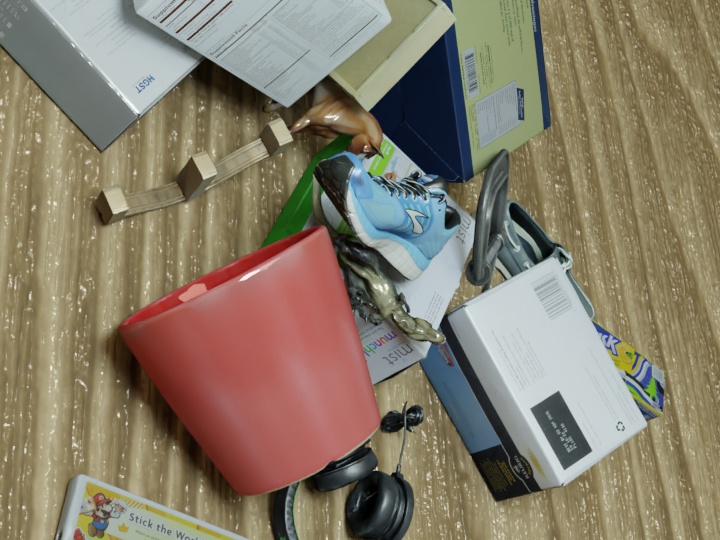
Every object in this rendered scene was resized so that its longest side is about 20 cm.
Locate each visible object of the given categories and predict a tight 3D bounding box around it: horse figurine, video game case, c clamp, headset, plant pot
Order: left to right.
[{"bbox_3d":[-0.162,0.280,1.034,0.200,0.023,0.183,28,51,-27],"label":"video game case"},{"bbox_3d":[-0.082,0.082,1.111,0.200,0.200,0.178,-32,100,-47],"label":"plant pot"},{"bbox_3d":[-0.043,-0.172,1.316,0.200,0.132,0.050,-88,161,-50],"label":"horse figurine"},{"bbox_3d":[-0.006,0.198,1.203,0.124,0.094,0.200,51,59,-13],"label":"headset"},{"bbox_3d":[0.138,-0.039,1.352,0.200,0.027,0.172,-35,134,-73],"label":"c clamp"}]

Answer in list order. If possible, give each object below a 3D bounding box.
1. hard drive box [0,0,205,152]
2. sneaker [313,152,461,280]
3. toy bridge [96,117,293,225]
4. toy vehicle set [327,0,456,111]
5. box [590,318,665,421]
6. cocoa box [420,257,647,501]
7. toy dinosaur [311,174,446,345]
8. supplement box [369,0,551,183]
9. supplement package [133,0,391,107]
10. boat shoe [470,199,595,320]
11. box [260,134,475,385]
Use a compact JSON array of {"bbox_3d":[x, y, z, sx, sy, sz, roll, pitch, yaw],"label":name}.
[{"bbox_3d":[-0.250,-0.237,1.206,0.200,0.077,0.156,48,44,-10],"label":"hard drive box"},{"bbox_3d":[0.030,-0.066,1.167,0.078,0.090,0.200,55,10,29],"label":"sneaker"},{"bbox_3d":[-0.154,-0.088,1.209,0.200,0.067,0.027,-26,84,-28],"label":"toy bridge"},{"bbox_3d":[-0.006,-0.254,1.295,0.027,0.124,0.200,42,4,-47],"label":"toy vehicle set"},{"bbox_3d":[0.256,0.104,1.475,0.200,0.070,0.064,34,50,-24],"label":"box"},{"bbox_3d":[0.168,0.114,1.328,0.133,0.131,0.201,-27,86,-29],"label":"cocoa box"},{"bbox_3d":[0.000,0.000,1.180,0.200,0.047,0.088,54,15,1],"label":"toy dinosaur"},{"bbox_3d":[0.096,-0.223,1.413,0.200,0.134,0.201,-34,122,-47],"label":"supplement box"},{"bbox_3d":[-0.105,-0.302,1.227,0.200,0.147,0.192,28,35,-44],"label":"supplement package"},{"bbox_3d":[0.211,-0.004,1.501,0.200,0.062,0.073,45,45,-13],"label":"boat shoe"},{"bbox_3d":[0.009,-0.021,1.304,0.176,0.097,0.200,42,45,-17],"label":"box"}]
